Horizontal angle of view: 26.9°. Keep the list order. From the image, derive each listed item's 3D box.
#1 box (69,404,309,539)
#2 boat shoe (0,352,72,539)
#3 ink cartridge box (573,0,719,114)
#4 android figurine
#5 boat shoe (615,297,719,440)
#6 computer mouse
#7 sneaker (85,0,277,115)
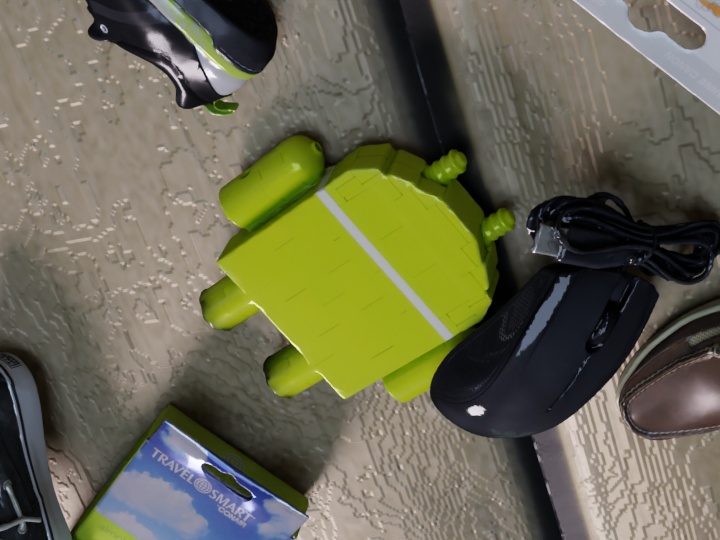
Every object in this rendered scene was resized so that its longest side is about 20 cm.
[{"bbox_3d":[-0.127,0.183,1.043,0.122,0.048,0.200,35,124,-7],"label":"box"},{"bbox_3d":[-0.245,0.159,1.019,0.073,0.068,0.200,11,113,36],"label":"boat shoe"},{"bbox_3d":[0.191,-0.187,0.713,0.160,0.047,0.200,36,125,-7],"label":"ink cartridge box"},{"bbox_3d":[0.000,0.000,0.903,0.200,0.041,0.182,-35,107,30],"label":"android figurine"},{"bbox_3d":[0.232,0.052,0.853,0.202,0.075,0.075,-32,109,29],"label":"boat shoe"},{"bbox_3d":[0.113,0.042,0.865,0.138,0.053,0.200,7,137,-33],"label":"computer mouse"},{"bbox_3d":[-0.136,-0.160,0.822,0.200,0.072,0.083,44,123,-13],"label":"sneaker"}]
